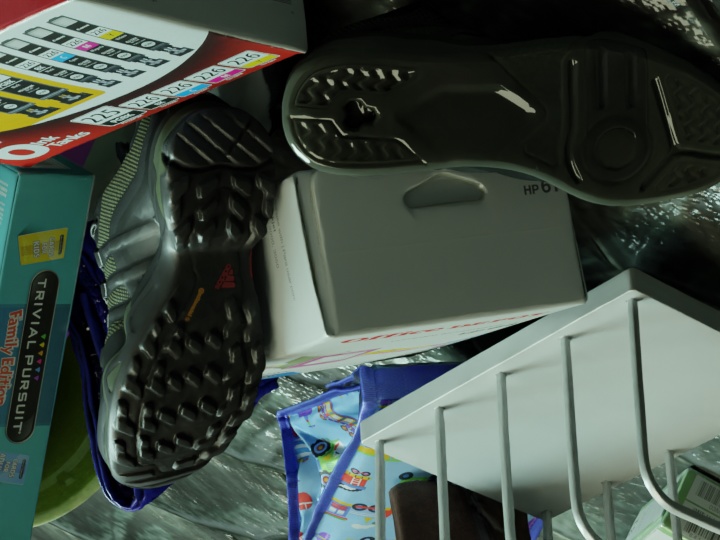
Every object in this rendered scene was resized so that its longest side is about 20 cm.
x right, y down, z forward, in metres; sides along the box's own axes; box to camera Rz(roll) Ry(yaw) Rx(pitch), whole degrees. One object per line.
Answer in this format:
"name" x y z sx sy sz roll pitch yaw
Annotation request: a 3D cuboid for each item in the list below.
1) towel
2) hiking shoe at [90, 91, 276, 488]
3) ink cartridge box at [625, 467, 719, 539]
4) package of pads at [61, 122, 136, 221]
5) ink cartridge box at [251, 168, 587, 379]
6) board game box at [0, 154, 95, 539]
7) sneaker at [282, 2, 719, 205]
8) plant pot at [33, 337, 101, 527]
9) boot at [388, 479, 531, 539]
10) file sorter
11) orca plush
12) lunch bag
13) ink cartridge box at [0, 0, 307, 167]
"towel" -0.102 0.032 1.425 0.049 0.148 0.200 -12 -170 17
"hiking shoe" -0.089 0.004 1.256 0.076 0.201 0.101 5 -158 -24
"ink cartridge box" 0.229 0.198 1.630 0.145 0.048 0.200 28 160 0
"package of pads" -0.231 -0.045 1.484 0.200 0.155 0.068 22 160 18
"ink cartridge box" 0.000 0.000 1.308 0.144 0.085 0.200 -8 173 -25
"board game box" -0.209 0.024 1.353 0.047 0.201 0.151 0 -161 -38
"sneaker" 0.066 -0.078 1.161 0.199 0.076 0.114 2 -162 0
"plant pot" -0.265 0.066 1.775 0.200 0.201 0.184 35 170 -19
"boot" 0.032 0.192 1.403 0.200 0.167 0.072 9 143 -38
"file sorter" 0.118 0.114 1.328 0.139 0.125 0.200 24 139 -34
"orca plush" -0.056 -0.074 1.313 0.071 0.105 0.200 -3 150 -25
"lunch bag" 0.051 0.092 1.473 0.150 0.094 0.200 0 160 -17
"ink cartridge box" -0.156 -0.119 1.150 0.175 0.084 0.200 9 160 -44
